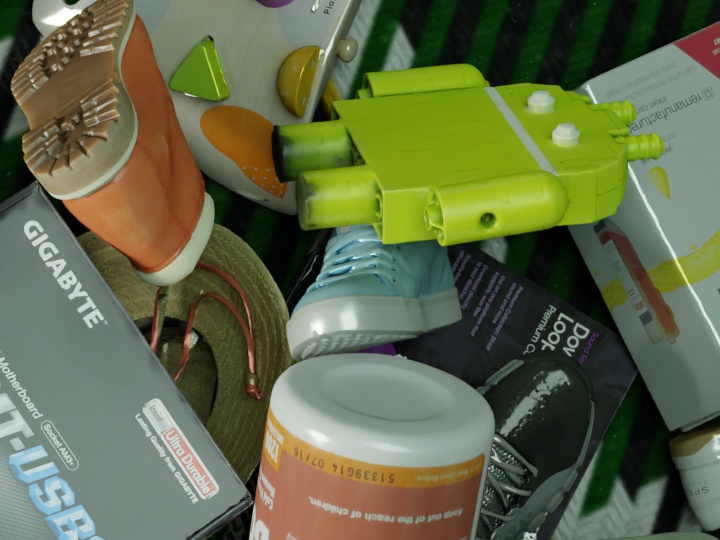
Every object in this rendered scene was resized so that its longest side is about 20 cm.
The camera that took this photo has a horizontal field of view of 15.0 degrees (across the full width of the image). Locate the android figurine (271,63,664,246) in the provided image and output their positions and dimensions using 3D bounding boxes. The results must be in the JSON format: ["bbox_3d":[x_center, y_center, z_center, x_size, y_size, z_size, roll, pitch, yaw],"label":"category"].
[{"bbox_3d":[0.058,-0.061,1.439,0.199,0.182,0.041,-7,117,-10],"label":"android figurine"}]

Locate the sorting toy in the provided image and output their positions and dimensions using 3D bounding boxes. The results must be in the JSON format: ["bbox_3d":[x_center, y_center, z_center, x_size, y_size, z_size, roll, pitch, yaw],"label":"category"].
[{"bbox_3d":[-0.084,-0.163,1.536,0.180,0.107,0.200,20,76,11],"label":"sorting toy"}]

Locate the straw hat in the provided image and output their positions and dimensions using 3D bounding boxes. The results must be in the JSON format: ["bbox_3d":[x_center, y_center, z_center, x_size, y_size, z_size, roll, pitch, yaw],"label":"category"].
[{"bbox_3d":[-0.110,0.073,1.474,0.201,0.085,0.202,-6,73,20],"label":"straw hat"}]

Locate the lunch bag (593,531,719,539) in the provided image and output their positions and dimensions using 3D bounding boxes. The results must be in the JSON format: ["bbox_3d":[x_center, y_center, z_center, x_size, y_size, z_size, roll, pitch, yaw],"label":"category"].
[{"bbox_3d":[0.167,0.225,1.454,0.200,0.117,0.164,9,74,-55],"label":"lunch bag"}]

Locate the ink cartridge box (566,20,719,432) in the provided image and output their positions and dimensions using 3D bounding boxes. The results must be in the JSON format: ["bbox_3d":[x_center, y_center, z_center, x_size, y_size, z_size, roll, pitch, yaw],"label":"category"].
[{"bbox_3d":[0.205,-0.030,1.556,0.145,0.083,0.200,-25,87,-31],"label":"ink cartridge box"}]

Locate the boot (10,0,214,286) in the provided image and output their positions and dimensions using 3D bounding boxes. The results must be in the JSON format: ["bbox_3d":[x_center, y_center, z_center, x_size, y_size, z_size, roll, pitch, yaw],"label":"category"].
[{"bbox_3d":[-0.126,-0.070,1.441,0.075,0.200,0.107,-32,121,15],"label":"boot"}]

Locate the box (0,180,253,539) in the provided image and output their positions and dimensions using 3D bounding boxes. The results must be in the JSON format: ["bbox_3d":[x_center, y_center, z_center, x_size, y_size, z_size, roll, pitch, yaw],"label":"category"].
[{"bbox_3d":[-0.189,0.091,1.362,0.198,0.050,0.200,-33,87,-10],"label":"box"}]

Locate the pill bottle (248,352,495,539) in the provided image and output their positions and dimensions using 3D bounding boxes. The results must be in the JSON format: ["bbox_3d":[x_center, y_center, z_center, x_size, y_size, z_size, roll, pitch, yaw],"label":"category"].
[{"bbox_3d":[-0.003,0.152,1.358,0.112,0.112,0.200,5,110,-12],"label":"pill bottle"}]

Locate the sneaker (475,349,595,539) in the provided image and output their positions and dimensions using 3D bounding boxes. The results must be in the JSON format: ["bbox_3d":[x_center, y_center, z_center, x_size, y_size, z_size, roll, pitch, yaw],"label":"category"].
[{"bbox_3d":[0.063,0.140,1.458,0.075,0.116,0.200,33,101,-7],"label":"sneaker"}]

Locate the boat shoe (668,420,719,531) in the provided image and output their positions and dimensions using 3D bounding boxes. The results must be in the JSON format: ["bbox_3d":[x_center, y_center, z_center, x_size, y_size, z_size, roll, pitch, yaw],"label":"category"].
[{"bbox_3d":[0.277,0.105,1.575,0.200,0.071,0.070,-14,90,-11],"label":"boat shoe"}]

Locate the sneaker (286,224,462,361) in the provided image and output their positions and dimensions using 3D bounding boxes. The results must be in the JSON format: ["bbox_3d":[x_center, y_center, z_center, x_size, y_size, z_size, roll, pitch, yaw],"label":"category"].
[{"bbox_3d":[0.000,0.000,1.431,0.074,0.200,0.082,-15,89,12],"label":"sneaker"}]

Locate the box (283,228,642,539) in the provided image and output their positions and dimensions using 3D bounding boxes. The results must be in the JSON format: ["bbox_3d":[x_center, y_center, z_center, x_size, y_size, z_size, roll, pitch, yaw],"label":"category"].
[{"bbox_3d":[0.046,0.058,1.544,0.200,0.036,0.143,31,75,-8],"label":"box"}]
